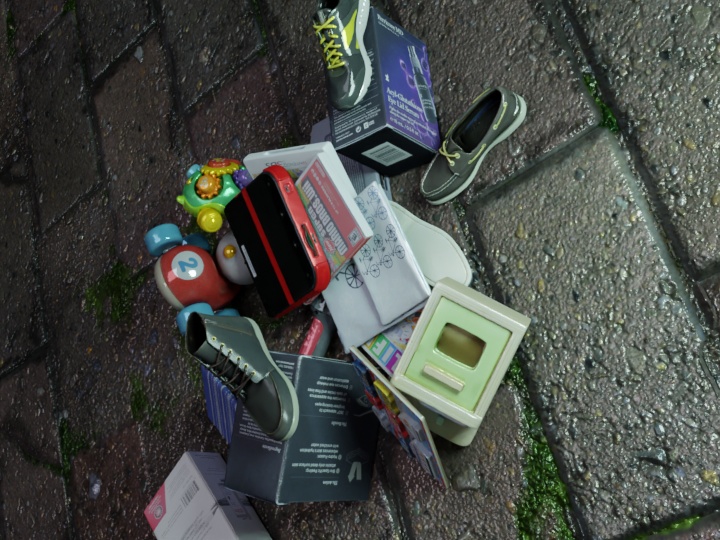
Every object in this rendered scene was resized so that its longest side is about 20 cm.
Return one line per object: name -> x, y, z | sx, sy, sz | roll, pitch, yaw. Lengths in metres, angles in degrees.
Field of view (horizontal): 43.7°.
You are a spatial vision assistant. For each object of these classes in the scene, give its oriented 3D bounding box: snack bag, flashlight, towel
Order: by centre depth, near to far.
snack bag -> 0.000, 0.000, 1.301 | 0.200, 0.021, 0.190 | -34, 76, 40
flashlight -> -0.084, 0.117, 1.403 | 0.068, 0.067, 0.202 | 29, 99, 40
towel -> -0.195, 0.248, 1.439 | 0.200, 0.024, 0.146 | 42, 146, 36

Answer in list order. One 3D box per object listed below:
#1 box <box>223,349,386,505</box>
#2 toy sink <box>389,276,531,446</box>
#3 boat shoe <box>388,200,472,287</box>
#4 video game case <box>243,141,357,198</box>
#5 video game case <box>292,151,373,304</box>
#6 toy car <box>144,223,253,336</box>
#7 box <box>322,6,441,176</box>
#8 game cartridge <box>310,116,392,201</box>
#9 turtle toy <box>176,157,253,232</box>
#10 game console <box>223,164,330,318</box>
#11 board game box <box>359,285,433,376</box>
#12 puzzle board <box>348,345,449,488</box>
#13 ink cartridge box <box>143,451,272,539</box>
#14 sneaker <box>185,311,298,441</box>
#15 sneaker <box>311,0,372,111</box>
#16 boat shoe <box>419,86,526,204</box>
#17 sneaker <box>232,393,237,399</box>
box -> -0.076, 0.223, 1.287 | 0.117, 0.196, 0.202 | 3, 82, 40
toy sink -> 0.120, 0.128, 1.174 | 0.130, 0.112, 0.201 | 27, 99, 11
boat shoe -> 0.091, -0.029, 1.297 | 0.199, 0.062, 0.075 | 35, 92, 33
video game case -> -0.072, -0.098, 1.376 | 0.181, 0.201, 0.023 | -1, 37, 43
video game case -> -0.068, -0.058, 1.318 | 0.144, 0.017, 0.200 | 59, 139, 14
toy car -> -0.222, -0.014, 1.491 | 0.199, 0.177, 0.186 | -31, 72, 15
box -> 0.031, -0.264, 1.347 | 0.104, 0.147, 0.202 | -19, 69, 34
game cartridge -> -0.021, -0.160, 1.437 | 0.132, 0.041, 0.202 | -21, 67, 30
turtle toy -> -0.211, -0.139, 1.502 | 0.146, 0.198, 0.102 | -142, 46, -58
game console -> -0.128, -0.042, 1.361 | 0.177, 0.031, 0.202 | -32, 79, 52
board game box -> 0.069, 0.084, 1.308 | 0.200, 0.034, 0.135 | 42, 107, 37
puzzle board -> 0.051, 0.201, 1.204 | 0.017, 0.201, 0.151 | -37, 52, -13
ink cartridge box -> -0.249, 0.417, 1.455 | 0.147, 0.082, 0.200 | -53, 53, 16
sneaker -> -0.162, 0.140, 1.178 | 0.075, 0.106, 0.201 | -49, 53, 20
sneaker -> -0.037, -0.323, 1.266 | 0.074, 0.084, 0.202 | -13, 71, 36
boat shoe -> 0.148, -0.181, 1.289 | 0.201, 0.060, 0.072 | -49, 54, 19
sneaker -> -0.181, 0.204, 1.450 | 0.077, 0.082, 0.201 | -43, 56, 23
